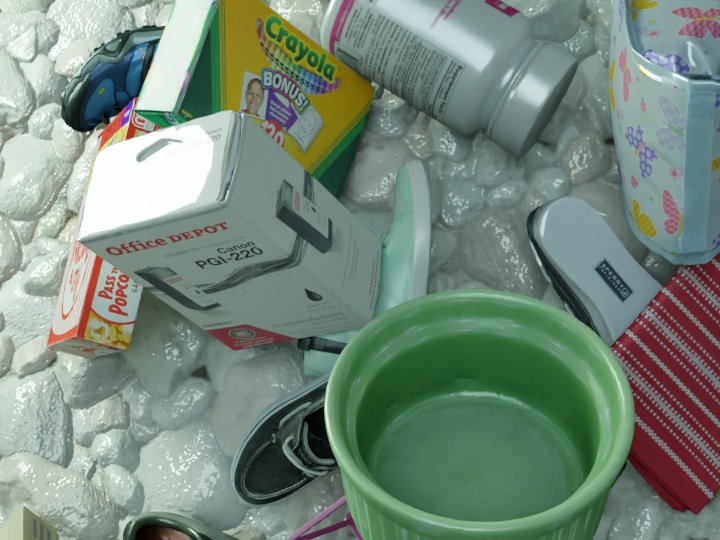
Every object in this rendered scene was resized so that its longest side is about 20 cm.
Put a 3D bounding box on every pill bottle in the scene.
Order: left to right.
[{"bbox_3d":[0.076,-0.187,1.060,0.199,0.113,0.114,33,84,10],"label":"pill bottle"}]

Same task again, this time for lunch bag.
[{"bbox_3d":[0.253,-0.124,0.949,0.126,0.171,0.201,-2,39,11],"label":"lunch bag"}]

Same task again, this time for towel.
[{"bbox_3d":[0.273,0.075,0.981,0.145,0.022,0.200,44,85,-9],"label":"towel"}]

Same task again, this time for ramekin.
[{"bbox_3d":[0.077,0.117,0.830,0.198,0.098,0.201,-2,44,2],"label":"ramekin"}]

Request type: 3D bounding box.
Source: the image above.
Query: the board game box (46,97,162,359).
[{"bbox_3d":[-0.210,-0.030,1.060,0.046,0.151,0.202,16,77,-21],"label":"board game box"}]

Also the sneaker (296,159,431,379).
[{"bbox_3d":[0.000,0.000,1.049,0.117,0.074,0.202,5,80,5],"label":"sneaker"}]

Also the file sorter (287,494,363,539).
[{"bbox_3d":[0.058,0.245,0.930,0.139,0.125,0.201,-40,72,27],"label":"file sorter"}]

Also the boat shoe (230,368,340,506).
[{"bbox_3d":[-0.036,0.129,1.000,0.072,0.071,0.200,43,111,-9],"label":"boat shoe"}]

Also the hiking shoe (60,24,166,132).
[{"bbox_3d":[-0.178,-0.175,1.127,0.199,0.074,0.087,-32,72,2],"label":"hiking shoe"}]

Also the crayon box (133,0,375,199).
[{"bbox_3d":[-0.082,-0.142,1.038,0.058,0.200,0.120,10,77,42],"label":"crayon box"}]

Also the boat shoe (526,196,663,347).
[{"bbox_3d":[0.202,0.028,1.014,0.072,0.068,0.200,-41,95,-9],"label":"boat shoe"}]

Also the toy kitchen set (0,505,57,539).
[{"bbox_3d":[-0.201,0.290,1.022,0.163,0.180,0.200,-43,113,1],"label":"toy kitchen set"}]

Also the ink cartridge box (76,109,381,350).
[{"bbox_3d":[-0.095,-0.024,0.960,0.145,0.200,0.085,-12,55,30],"label":"ink cartridge box"}]

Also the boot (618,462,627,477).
[{"bbox_3d":[0.112,0.146,0.924,0.131,0.200,0.068,44,121,7],"label":"boot"}]

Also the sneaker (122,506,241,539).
[{"bbox_3d":[-0.106,0.250,1.010,0.199,0.079,0.074,19,79,13],"label":"sneaker"}]
